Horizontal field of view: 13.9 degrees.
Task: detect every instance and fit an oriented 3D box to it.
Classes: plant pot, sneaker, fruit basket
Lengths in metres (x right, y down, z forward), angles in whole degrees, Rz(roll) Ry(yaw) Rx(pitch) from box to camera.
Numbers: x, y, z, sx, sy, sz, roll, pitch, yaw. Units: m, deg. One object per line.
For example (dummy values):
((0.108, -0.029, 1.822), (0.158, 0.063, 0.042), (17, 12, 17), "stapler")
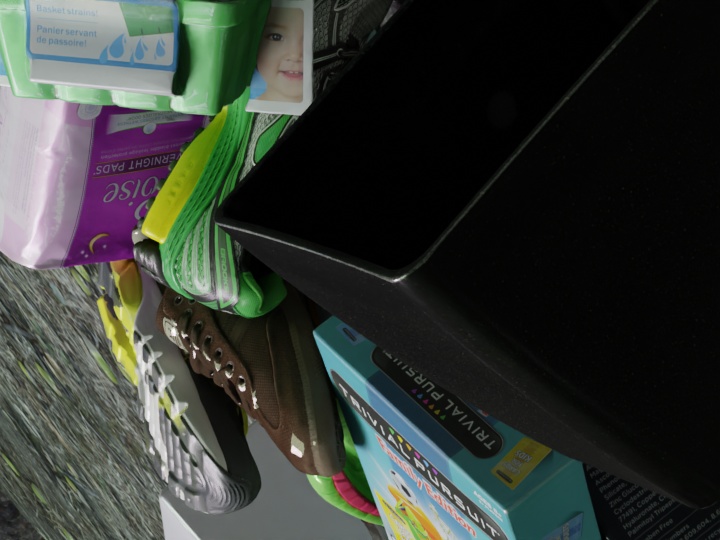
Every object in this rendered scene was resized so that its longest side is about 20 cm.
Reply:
((0.096, -0.021, 1.156), (0.177, 0.200, 0.199), (47, 168, -21), "plant pot")
((0.022, 0.110, 1.590), (0.200, 0.077, 0.084), (57, -174, -51), "sneaker")
((-0.080, 0.045, 1.564), (0.075, 0.084, 0.200), (95, 157, -44), "sneaker")
((-0.028, -0.068, 1.452), (0.085, 0.200, 0.078), (31, -170, 26), "sneaker")
((-0.110, -0.174, 1.371), (0.185, 0.094, 0.200), (7, 116, 14), "fruit basket")
((-0.062, 0.036, 1.497), (0.071, 0.075, 0.200), (75, 176, -45), "sneaker")

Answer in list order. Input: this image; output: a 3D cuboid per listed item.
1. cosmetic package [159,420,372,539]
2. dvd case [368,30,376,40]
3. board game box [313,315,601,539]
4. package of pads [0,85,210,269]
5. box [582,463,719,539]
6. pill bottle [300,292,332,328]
((-0.011, 0.154, 1.838), (0.123, 0.200, 0.199), (49, 165, 17), "cosmetic package")
((-0.062, -0.191, 1.567), (0.200, 0.022, 0.146), (42, 162, 33), "dvd case")
((0.058, 0.118, 1.433), (0.151, 0.047, 0.200), (41, 161, 38), "board game box")
((-0.126, -0.101, 1.540), (0.076, 0.120, 0.200), (47, 135, 42), "package of pads")
((0.121, 0.079, 1.449), (0.200, 0.104, 0.148), (58, 165, -13), "box")
((0.000, 0.000, 1.618), (0.116, 0.116, 0.200), (57, 165, -13), "pill bottle")
